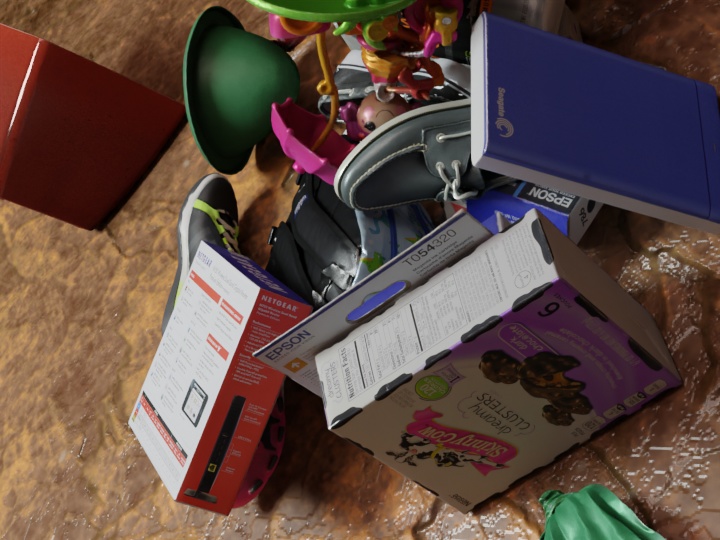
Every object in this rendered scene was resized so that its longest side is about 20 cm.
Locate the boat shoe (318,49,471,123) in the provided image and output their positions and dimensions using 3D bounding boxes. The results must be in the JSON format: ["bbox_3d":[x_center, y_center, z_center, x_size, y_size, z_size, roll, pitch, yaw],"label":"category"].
[{"bbox_3d":[0.038,-0.137,1.180,0.199,0.074,0.068,22,67,42],"label":"boat shoe"}]

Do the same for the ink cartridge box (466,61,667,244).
[{"bbox_3d":[0.156,-0.089,1.113,0.099,0.039,0.200,20,66,33],"label":"ink cartridge box"}]

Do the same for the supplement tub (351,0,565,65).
[{"bbox_3d":[0.066,-0.237,1.161,0.199,0.123,0.123,13,69,12],"label":"supplement tub"}]

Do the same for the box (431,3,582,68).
[{"bbox_3d":[0.099,-0.177,1.251,0.200,0.039,0.042,-21,60,22],"label":"box"}]

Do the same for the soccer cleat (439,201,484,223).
[{"bbox_3d":[0.098,-0.074,1.196,0.073,0.068,0.200,-21,46,7],"label":"soccer cleat"}]

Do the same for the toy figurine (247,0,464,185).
[{"bbox_3d":[0.002,-0.154,1.098,0.199,0.184,0.150,-3,38,-5],"label":"toy figurine"}]

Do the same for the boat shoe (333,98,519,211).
[{"bbox_3d":[0.078,-0.087,1.073,0.200,0.073,0.062,-21,47,0],"label":"boat shoe"}]

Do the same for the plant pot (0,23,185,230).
[{"bbox_3d":[-0.350,-0.158,1.593,0.200,0.200,0.177,24,92,50],"label":"plant pot"}]

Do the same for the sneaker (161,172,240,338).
[{"bbox_3d":[-0.131,-0.001,1.363,0.083,0.072,0.201,-8,65,32],"label":"sneaker"}]

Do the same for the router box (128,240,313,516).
[{"bbox_3d":[-0.122,0.082,1.170,0.180,0.049,0.200,-67,23,5],"label":"router box"}]

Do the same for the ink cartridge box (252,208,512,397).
[{"bbox_3d":[0.053,0.040,1.044,0.196,0.200,0.043,-34,44,21],"label":"ink cartridge box"}]

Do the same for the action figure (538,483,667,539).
[{"bbox_3d":[0.171,0.203,0.930,0.118,0.055,0.200,-50,33,7],"label":"action figure"}]

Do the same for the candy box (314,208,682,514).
[{"bbox_3d":[0.097,0.072,1.004,0.200,0.168,0.072,-35,43,21],"label":"candy box"}]

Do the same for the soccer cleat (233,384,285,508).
[{"bbox_3d":[-0.104,0.118,1.258,0.086,0.070,0.201,-33,43,61],"label":"soccer cleat"}]

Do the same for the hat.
[{"bbox_3d":[-0.062,-0.184,1.371,0.176,0.200,0.166,-1,76,19],"label":"hat"}]

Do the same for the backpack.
[{"bbox_3d":[0.000,0.000,1.167,0.163,0.153,0.200,-61,9,14],"label":"backpack"}]

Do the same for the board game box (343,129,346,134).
[{"bbox_3d":[0.027,-0.129,1.324,0.095,0.030,0.200,27,86,50],"label":"board game box"}]

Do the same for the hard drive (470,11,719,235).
[{"bbox_3d":[0.177,-0.108,1.039,0.025,0.199,0.132,127,152,-52],"label":"hard drive"}]

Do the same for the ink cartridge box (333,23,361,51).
[{"bbox_3d":[0.081,-0.276,1.297,0.200,0.083,0.147,-27,32,25],"label":"ink cartridge box"}]
